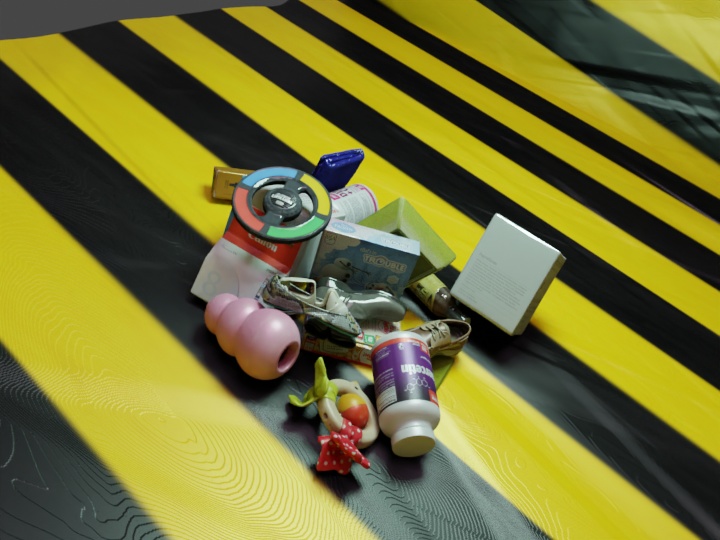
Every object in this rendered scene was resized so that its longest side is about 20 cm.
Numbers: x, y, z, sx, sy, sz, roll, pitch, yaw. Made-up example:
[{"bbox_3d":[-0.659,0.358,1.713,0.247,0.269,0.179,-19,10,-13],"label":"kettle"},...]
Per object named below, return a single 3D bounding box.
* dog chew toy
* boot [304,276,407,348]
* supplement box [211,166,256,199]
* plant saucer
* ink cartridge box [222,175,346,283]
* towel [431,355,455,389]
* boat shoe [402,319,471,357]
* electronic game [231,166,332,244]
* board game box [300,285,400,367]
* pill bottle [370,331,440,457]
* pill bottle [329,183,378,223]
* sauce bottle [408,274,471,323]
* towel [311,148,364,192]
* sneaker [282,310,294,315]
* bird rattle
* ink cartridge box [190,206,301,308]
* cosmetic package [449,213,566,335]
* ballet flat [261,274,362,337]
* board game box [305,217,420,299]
[{"bbox_3d":[-0.203,0.109,1.274,0.197,0.127,0.124,28,34,27],"label":"dog chew toy"},{"bbox_3d":[-0.009,0.099,1.362,0.195,0.068,0.133,16,47,-8],"label":"boot"},{"bbox_3d":[-0.257,-0.203,1.695,0.195,0.068,0.069,5,19,-24],"label":"supplement box"},{"bbox_3d":[0.069,-0.030,1.469,0.200,0.197,0.049,43,35,-29],"label":"plant saucer"},{"bbox_3d":[-0.161,-0.095,1.510,0.197,0.149,0.146,31,21,19],"label":"ink cartridge box"},{"bbox_3d":[0.117,0.207,1.388,0.085,0.018,0.200,31,36,13],"label":"towel"},{"bbox_3d":[0.145,0.130,1.407,0.197,0.072,0.077,-5,53,-44],"label":"boat shoe"},{"bbox_3d":[-0.150,-0.128,1.359,0.194,0.042,0.204,6,49,-7],"label":"electronic game"},{"bbox_3d":[-0.016,0.115,1.417,0.195,0.047,0.153,15,35,-8],"label":"board game box"},{"bbox_3d":[0.080,0.218,1.252,0.109,0.114,0.204,7,49,-18],"label":"pill bottle"},{"bbox_3d":[-0.055,-0.128,1.666,0.113,0.115,0.198,36,37,23],"label":"pill bottle"},{"bbox_3d":[0.168,0.056,1.575,0.064,0.066,0.200,-12,45,-38],"label":"sauce bottle"},{"bbox_3d":[-0.083,-0.209,1.687,0.050,0.201,0.147,49,41,11],"label":"towel"},{"bbox_3d":[-0.195,0.019,1.419,0.196,0.089,0.074,25,34,6],"label":"sneaker"},{"bbox_3d":[-0.025,0.245,1.198,0.161,0.114,0.201,4,37,-50],"label":"bird rattle"},{"bbox_3d":[-0.216,-0.011,1.356,0.157,0.204,0.047,28,8,13],"label":"ink cartridge box"},{"bbox_3d":[0.325,0.012,1.549,0.165,0.203,0.167,33,8,20],"label":"cosmetic package"},{"bbox_3d":[-0.079,0.058,1.272,0.196,0.073,0.073,22,34,-8],"label":"ballet flat"},{"bbox_3d":[0.000,0.000,1.443,0.195,0.202,0.044,14,43,-7],"label":"board game box"}]
